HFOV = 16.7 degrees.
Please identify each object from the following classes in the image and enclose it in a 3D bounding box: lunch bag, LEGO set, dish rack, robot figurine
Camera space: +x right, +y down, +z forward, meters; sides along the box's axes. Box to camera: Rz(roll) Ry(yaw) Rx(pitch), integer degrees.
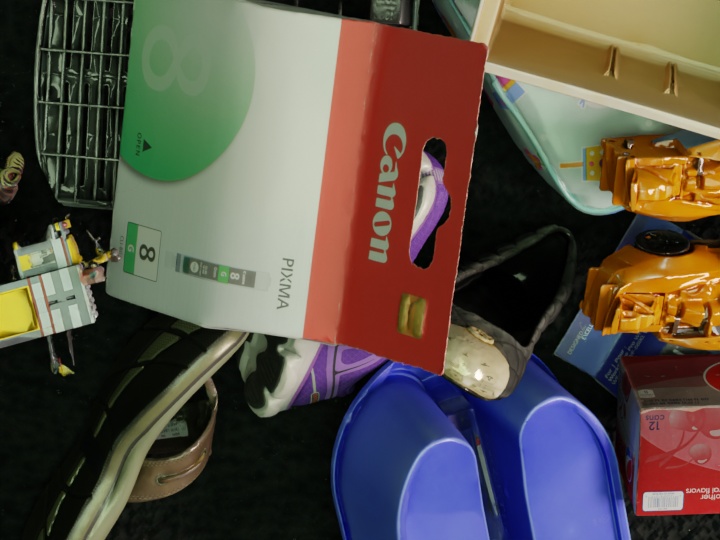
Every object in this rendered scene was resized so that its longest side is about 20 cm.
[{"bbox_3d":[0.131,-0.140,1.274,0.160,0.077,0.201,-33,100,1],"label":"lunch bag"},{"bbox_3d":[-0.183,-0.025,1.218,0.115,0.200,0.155,-15,85,-4],"label":"LEGO set"},{"bbox_3d":[-0.070,-0.097,1.282,0.198,0.055,0.155,4,99,-2],"label":"dish rack"},{"bbox_3d":[0.215,-0.018,1.252,0.198,0.058,0.146,-2,116,-14],"label":"robot figurine"}]

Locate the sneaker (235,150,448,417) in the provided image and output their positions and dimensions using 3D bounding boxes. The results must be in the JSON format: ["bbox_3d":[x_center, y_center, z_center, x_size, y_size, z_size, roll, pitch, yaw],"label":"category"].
[{"bbox_3d":[0.000,0.000,1.259,0.083,0.200,0.081,-3,58,-28],"label":"sneaker"}]

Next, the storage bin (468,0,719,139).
[{"bbox_3d":[0.173,-0.173,1.153,0.199,0.094,0.200,16,110,3],"label":"storage bin"}]

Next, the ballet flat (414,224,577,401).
[{"bbox_3d":[0.067,0.016,1.237,0.066,0.200,0.057,38,110,1],"label":"ballet flat"}]

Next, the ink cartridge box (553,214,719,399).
[{"bbox_3d":[0.214,0.057,1.332,0.199,0.039,0.100,29,98,-7],"label":"ink cartridge box"}]

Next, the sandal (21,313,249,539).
[{"bbox_3d":[-0.114,0.095,1.307,0.057,0.080,0.202,26,107,-24],"label":"sandal"}]

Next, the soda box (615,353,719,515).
[{"bbox_3d":[0.236,0.083,1.281,0.198,0.070,0.064,-1,112,-3],"label":"soda box"}]

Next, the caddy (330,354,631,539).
[{"bbox_3d":[0.062,0.133,1.302,0.140,0.105,0.201,-18,112,-16],"label":"caddy"}]

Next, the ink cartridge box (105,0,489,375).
[{"bbox_3d":[-0.037,-0.046,1.181,0.050,0.199,0.162,-3,104,-46],"label":"ink cartridge box"}]
